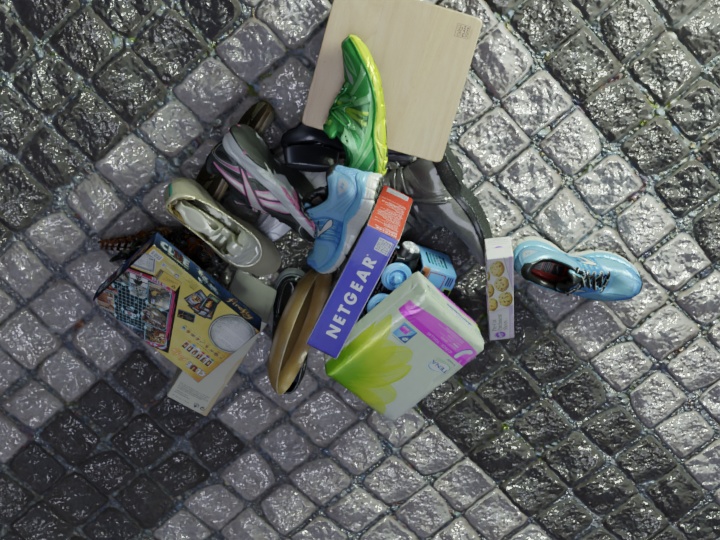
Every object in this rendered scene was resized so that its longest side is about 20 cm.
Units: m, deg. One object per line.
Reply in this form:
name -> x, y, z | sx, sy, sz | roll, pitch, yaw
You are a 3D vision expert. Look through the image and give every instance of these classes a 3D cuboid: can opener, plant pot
can opener -> -0.016, -0.173, 1.695 | 0.199, 0.063, 0.079 | 0, 83, -19
plant pot -> -0.091, 0.081, 1.733 | 0.027, 0.200, 0.201 | 20, 113, 9

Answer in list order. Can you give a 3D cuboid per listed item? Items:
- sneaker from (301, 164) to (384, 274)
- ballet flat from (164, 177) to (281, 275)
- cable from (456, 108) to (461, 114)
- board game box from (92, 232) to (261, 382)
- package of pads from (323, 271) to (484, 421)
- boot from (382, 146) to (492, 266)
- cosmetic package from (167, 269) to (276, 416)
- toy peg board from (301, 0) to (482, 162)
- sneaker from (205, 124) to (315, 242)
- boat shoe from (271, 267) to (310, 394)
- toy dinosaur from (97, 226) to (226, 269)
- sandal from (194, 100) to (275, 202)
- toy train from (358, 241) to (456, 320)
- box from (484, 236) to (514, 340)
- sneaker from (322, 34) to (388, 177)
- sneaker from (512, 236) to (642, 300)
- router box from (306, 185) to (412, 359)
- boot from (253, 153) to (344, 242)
sneaker -> -0.038, -0.076, 1.621 | 0.090, 0.079, 0.200 | 25, 137, -3
ballet flat -> -0.195, -0.051, 1.696 | 0.200, 0.070, 0.070 | 37, 109, -15
cable -> 0.047, -0.221, 1.722 | 0.199, 0.050, 0.098 | -13, 111, 18
board game box -> -0.258, 0.056, 1.705 | 0.135, 0.035, 0.200 | -39, 114, 23
package of pads -> 0.066, 0.117, 1.767 | 0.200, 0.068, 0.154 | -40, 123, 16
boot -> 0.108, -0.078, 1.771 | 0.131, 0.070, 0.201 | -24, 104, 18
cosmetic package -> -0.210, 0.110, 1.817 | 0.073, 0.104, 0.200 | 30, 118, -11
toy peg board -> 0.041, -0.277, 1.647 | 0.198, 0.098, 0.201 | 15, 105, -5
sneaker -> -0.135, -0.114, 1.686 | 0.086, 0.080, 0.200 | -32, 111, 29
boat shoe -> -0.104, 0.096, 1.845 | 0.068, 0.057, 0.201 | 3, 114, 0
toy dinosaur -> -0.295, -0.019, 1.769 | 0.199, 0.136, 0.102 | -11, 116, 33
sandal -> -0.177, -0.154, 1.737 | 0.054, 0.080, 0.200 | 28, 108, -34
toy train -> 0.060, 0.051, 1.810 | 0.114, 0.087, 0.201 | 18, 115, -16
box -> 0.206, 0.029, 1.775 | 0.041, 0.039, 0.200 | -4, 141, 3
sneaker -> -0.009, -0.207, 1.578 | 0.083, 0.074, 0.201 | -6, 106, -3
sneaker -> 0.319, 0.014, 1.777 | 0.199, 0.090, 0.079 | 11, 113, -3
router box -> 0.000, 0.000, 1.686 | 0.049, 0.180, 0.201 | 27, 113, -2
boot -> -0.116, -0.115, 1.754 | 0.200, 0.074, 0.096 | -40, 102, 7
